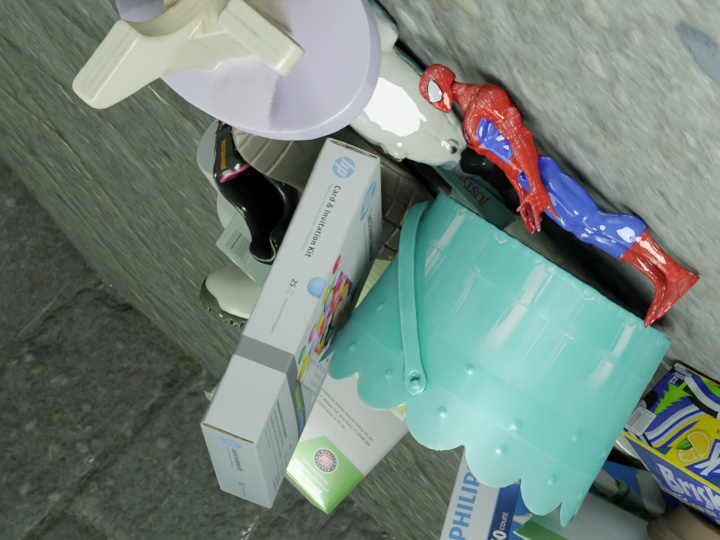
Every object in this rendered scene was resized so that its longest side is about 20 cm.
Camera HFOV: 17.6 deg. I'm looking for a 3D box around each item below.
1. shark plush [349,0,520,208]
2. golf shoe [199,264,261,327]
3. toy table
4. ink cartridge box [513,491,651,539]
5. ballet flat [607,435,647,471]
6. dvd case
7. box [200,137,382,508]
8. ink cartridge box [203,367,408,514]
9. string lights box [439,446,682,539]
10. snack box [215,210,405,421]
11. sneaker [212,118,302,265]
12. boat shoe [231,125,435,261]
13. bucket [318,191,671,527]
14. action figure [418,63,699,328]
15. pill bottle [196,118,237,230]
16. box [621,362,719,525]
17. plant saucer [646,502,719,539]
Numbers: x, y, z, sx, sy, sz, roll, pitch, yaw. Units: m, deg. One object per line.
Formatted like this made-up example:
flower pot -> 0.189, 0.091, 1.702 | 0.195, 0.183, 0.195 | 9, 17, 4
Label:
shark plush -> 0.031, -0.115, 1.475 | 0.199, 0.091, 0.083 | 26, -165, -11
golf shoe -> -0.031, -0.001, 1.775 | 0.199, 0.077, 0.089 | 1, 113, 22
toy table -> -0.088, -0.164, 1.374 | 0.199, 0.185, 0.117 | 27, -179, 23
ink cartridge box -> 0.172, 0.201, 1.507 | 0.145, 0.048, 0.200 | 26, -168, 12
ballet flat -> 0.168, 0.107, 1.720 | 0.200, 0.068, 0.072 | 39, 164, 20
dvd case -> 0.034, -0.074, 1.654 | 0.146, 0.022, 0.200 | 46, 172, -4
box -> -0.040, 0.037, 1.488 | 0.041, 0.201, 0.156 | 19, 161, 8
ink cartridge box -> -0.014, 0.085, 1.997 | 0.146, 0.200, 0.084 | 45, 173, -4
string lights box -> 0.159, 0.190, 1.655 | 0.198, 0.103, 0.059 | 14, 144, 4
snack box -> 0.000, 0.000, 1.699 | 0.200, 0.116, 0.037 | 43, -159, 15
sneaker -> -0.070, -0.094, 1.643 | 0.080, 0.086, 0.201 | -34, 78, 42
boat shoe -> -0.011, -0.079, 1.594 | 0.200, 0.075, 0.072 | 42, -152, -40
bucket -> 0.088, 0.052, 1.472 | 0.206, 0.135, 0.207 | 33, -178, -1
action figure -> 0.109, -0.048, 1.367 | 0.200, 0.052, 0.065 | 46, 176, 4
pill bottle -> -0.046, -0.043, 1.859 | 0.111, 0.111, 0.200 | 34, 165, 48
box -> 0.251, 0.131, 1.464 | 0.070, 0.064, 0.200 | 51, 170, -32
plant saucer -> 0.283, 0.202, 1.529 | 0.199, 0.030, 0.200 | 24, -174, -3
